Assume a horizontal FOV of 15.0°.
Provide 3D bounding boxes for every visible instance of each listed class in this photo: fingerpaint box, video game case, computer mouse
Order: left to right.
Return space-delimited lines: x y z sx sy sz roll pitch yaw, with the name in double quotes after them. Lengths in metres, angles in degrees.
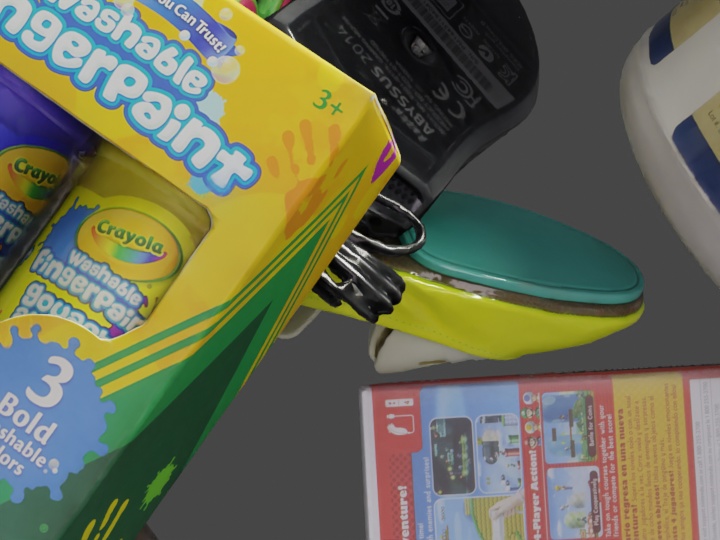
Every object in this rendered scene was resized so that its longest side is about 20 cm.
-0.117 -0.029 0.791 0.199 0.073 0.167 35 84 13 "fingerpaint box"
-0.007 -0.060 0.922 0.139 0.200 0.053 51 125 2 "computer mouse"
0.102 0.107 0.979 0.198 0.017 0.144 -3 88 2 "video game case"

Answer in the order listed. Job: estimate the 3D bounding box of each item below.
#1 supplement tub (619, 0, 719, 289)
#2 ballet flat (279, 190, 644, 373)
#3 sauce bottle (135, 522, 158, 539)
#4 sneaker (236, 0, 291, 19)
0.199 -0.074 0.890 0.200 0.144 0.145 -39 87 25 "supplement tub"
0.000 0.000 0.962 0.199 0.067 0.067 16 119 -14 "ballet flat"
-0.088 0.134 0.960 0.066 0.066 0.201 -17 90 1 "sauce bottle"
-0.053 -0.143 0.976 0.083 0.077 0.202 6 92 32 "sneaker"
